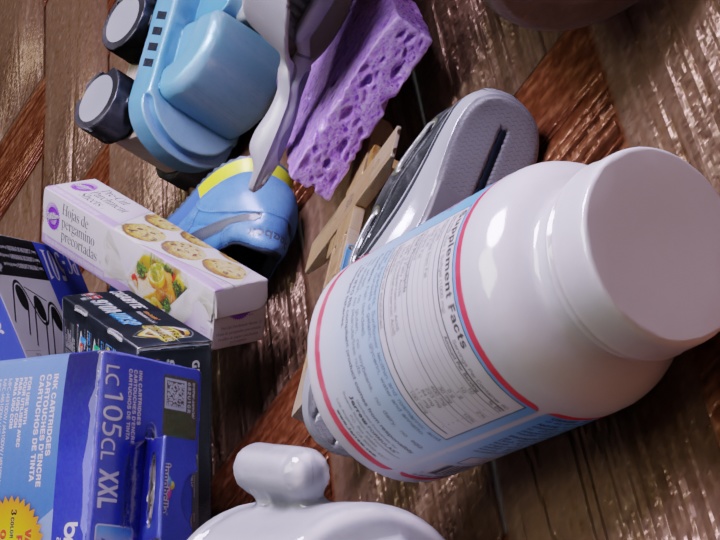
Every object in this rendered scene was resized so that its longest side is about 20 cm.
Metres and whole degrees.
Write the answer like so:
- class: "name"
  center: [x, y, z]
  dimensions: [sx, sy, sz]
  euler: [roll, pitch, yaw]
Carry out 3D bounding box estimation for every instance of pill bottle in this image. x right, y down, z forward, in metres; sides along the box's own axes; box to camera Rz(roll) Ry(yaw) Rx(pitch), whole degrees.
- class: "pill bottle"
  center: [0.068, 0.018, 0.892]
  dimensions: [0.200, 0.108, 0.110]
  euler: [-29, 44, 53]

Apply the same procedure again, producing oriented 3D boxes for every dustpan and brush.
- class: "dustpan and brush"
  center: [-0.033, -0.142, 1.169]
  dimensions: [0.201, 0.057, 0.139]
  euler: [-61, -12, 15]

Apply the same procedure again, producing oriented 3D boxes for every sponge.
- class: "sponge"
  center: [-0.008, -0.126, 1.236]
  dimensions: [0.112, 0.030, 0.200]
  euler: [-57, 16, 17]

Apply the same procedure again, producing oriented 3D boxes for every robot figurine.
- class: "robot figurine"
  center: [-0.023, 0.163, 0.942]
  dimensions: [0.199, 0.112, 0.172]
  euler: [-9, 88, 61]

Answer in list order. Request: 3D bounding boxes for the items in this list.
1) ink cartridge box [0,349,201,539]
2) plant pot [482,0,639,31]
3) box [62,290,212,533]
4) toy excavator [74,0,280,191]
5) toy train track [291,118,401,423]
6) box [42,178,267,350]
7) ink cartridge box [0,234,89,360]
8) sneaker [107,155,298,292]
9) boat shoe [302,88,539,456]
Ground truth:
- class: "ink cartridge box"
  center: [-0.154, 0.115, 1.059]
  dimensions: [0.199, 0.076, 0.138]
  euler: [-7, 75, 40]
- class: "plant pot"
  center: [0.080, -0.213, 1.016]
  dimensions: [0.201, 0.199, 0.176]
  euler: [-50, 48, 32]
- class: "box"
  center: [-0.129, 0.123, 1.181]
  dimensions: [0.159, 0.046, 0.202]
  euler: [-158, 67, -66]
- class: "toy excavator"
  center: [-0.077, -0.166, 1.397]
  dimensions: [0.199, 0.100, 0.196]
  euler: [-12, 56, 45]
- class: "toy train track"
  center: [0.000, 0.000, 1.123]
  dimensions: [0.115, 0.032, 0.201]
  euler: [-52, 18, 48]
- class: "box"
  center: [-0.128, -0.006, 1.257]
  dimensions: [0.199, 0.041, 0.039]
  euler: [29, 120, 48]
- class: "ink cartridge box"
  center: [-0.207, 0.031, 1.287]
  dimensions: [0.044, 0.095, 0.200]
  euler: [-24, -5, 6]
- class: "sneaker"
  center: [-0.106, 0.012, 1.305]
  dimensions: [0.200, 0.065, 0.079]
  euler: [-44, 36, 40]
- class: "boat shoe"
  center: [0.029, 0.003, 1.050]
  dimensions: [0.201, 0.072, 0.071]
  euler: [-60, 14, -11]
